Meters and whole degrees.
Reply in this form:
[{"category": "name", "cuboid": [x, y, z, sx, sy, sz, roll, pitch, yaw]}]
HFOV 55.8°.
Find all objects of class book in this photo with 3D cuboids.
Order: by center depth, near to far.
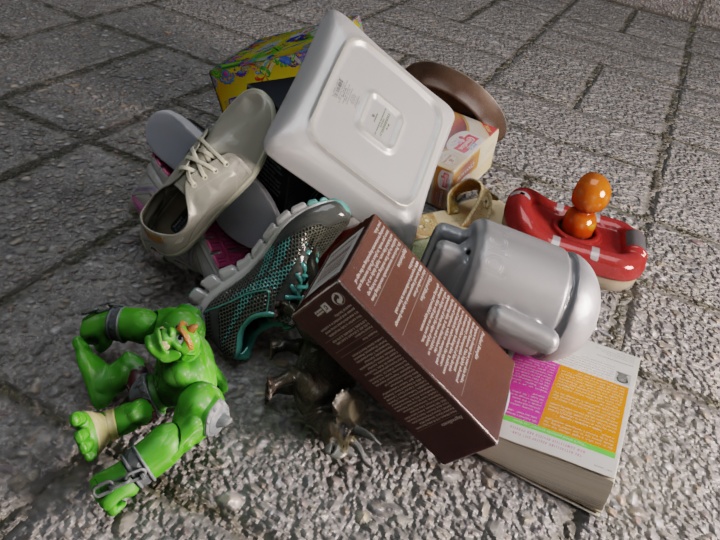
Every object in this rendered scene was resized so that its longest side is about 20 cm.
[{"category": "book", "cuboid": [0.199, 0.129, 0.681, 0.131, 0.049, 0.200, 20, 35, 20]}]

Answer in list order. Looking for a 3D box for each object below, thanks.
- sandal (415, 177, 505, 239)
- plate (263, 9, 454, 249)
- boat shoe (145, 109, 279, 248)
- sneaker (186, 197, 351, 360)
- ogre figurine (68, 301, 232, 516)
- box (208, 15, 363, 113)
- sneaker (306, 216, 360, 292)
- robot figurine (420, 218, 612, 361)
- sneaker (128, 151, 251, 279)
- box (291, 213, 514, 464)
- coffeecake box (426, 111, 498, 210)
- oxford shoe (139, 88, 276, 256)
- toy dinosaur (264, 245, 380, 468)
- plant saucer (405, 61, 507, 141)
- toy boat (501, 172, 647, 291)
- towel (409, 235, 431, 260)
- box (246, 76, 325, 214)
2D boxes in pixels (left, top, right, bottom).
[{"category": "sandal", "cuboid": [0.150, -0.092, 0.950, 0.209, 0.071, 0.077, -20, 47, -36]}, {"category": "plate", "cuboid": [0.015, -0.155, 0.731, 0.198, 0.032, 0.203, 33, 63, -23]}, {"category": "boat shoe", "cuboid": [-0.159, -0.106, 0.778, 0.199, 0.070, 0.066, 40, 19, 5]}, {"category": "sneaker", "cuboid": [-0.078, 0.013, 0.686, 0.092, 0.199, 0.077, 52, 7, 24]}, {"category": "ogre figurine", "cuboid": [-0.181, 0.095, 0.590, 0.117, 0.100, 0.200, -20, 26, -10]}, {"category": "box", "cuboid": [-0.099, -0.303, 1.080, 0.188, 0.124, 0.201, -5, 29, 23]}, {"category": "sneaker", "cuboid": [0.000, 0.000, 0.781, 0.115, 0.079, 0.199, 35, 51, 21]}, {"category": "robot figurine", "cuboid": [0.156, 0.021, 0.687, 0.195, 0.115, 0.171, 19, 32, -5]}, {"category": "sneaker", "cuboid": [-0.198, -0.037, 0.785, 0.201, 0.088, 0.081, 53, 20, 21]}, {"category": "box", "cuboid": [0.044, 0.062, 0.600, 0.200, 0.075, 0.101, 45, 41, -12]}, {"category": "coffeecake box", "cuboid": [0.092, -0.195, 1.062, 0.197, 0.074, 0.153, 27, 46, 22]}, {"category": "oxford shoe", "cuboid": [-0.157, -0.103, 0.704, 0.075, 0.201, 0.058, 38, 1, 22]}, {"category": "toy dinosaur", "cuboid": [-0.036, 0.081, 0.632, 0.099, 0.077, 0.205, 7, 60, -8]}, {"category": "plant saucer", "cuboid": [0.148, -0.263, 1.125, 0.197, 0.201, 0.032, 28, 76, 23]}, {"category": "toy boat", "cuboid": [0.289, -0.068, 0.901, 0.195, 0.133, 0.131, 17, 35, 9]}, {"category": "towel", "cuboid": [0.072, 0.032, 0.741, 0.196, 0.037, 0.151, -12, 68, -33]}, {"category": "box", "cuboid": [-0.059, -0.121, 0.820, 0.146, 0.204, 0.104, -19, 47, -36]}]
